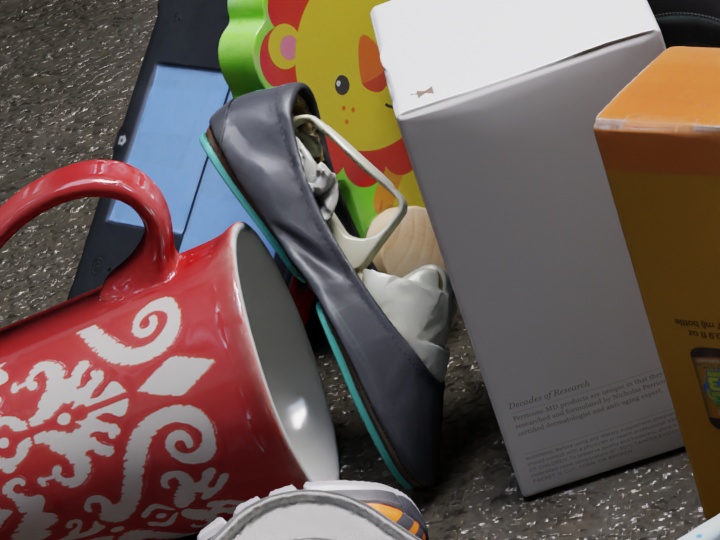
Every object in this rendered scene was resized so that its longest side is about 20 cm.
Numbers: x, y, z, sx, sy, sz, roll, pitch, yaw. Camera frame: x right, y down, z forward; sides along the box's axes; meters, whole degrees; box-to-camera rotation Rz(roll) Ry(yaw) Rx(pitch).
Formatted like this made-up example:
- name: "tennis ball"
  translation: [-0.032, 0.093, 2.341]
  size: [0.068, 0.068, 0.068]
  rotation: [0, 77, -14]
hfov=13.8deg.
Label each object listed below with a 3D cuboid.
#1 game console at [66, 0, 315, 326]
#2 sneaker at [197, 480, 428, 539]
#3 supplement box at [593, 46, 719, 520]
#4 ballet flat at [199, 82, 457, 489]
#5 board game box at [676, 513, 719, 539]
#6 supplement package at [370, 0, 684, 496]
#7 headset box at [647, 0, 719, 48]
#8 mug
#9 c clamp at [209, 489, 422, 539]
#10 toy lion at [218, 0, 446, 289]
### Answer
- name: "game console"
  translation: [-0.071, -0.058, 1.543]
  size: [0.176, 0.031, 0.201]
  rotation: [12, 81, 44]
- name: "sneaker"
  translation: [-0.056, 0.165, 1.226]
  size: [0.199, 0.078, 0.112]
  rotation: [-24, 36, 2]
- name: "supplement box"
  translation: [0.159, 0.011, 1.209]
  size: [0.066, 0.201, 0.069]
  rotation: [5, 34, 38]
- name: "ballet flat"
  translation: [0.000, 0.000, 1.352]
  size: [0.073, 0.201, 0.073]
  rotation: [-29, -10, -6]
- name: "board game box"
  translation: [0.216, 0.136, 1.098]
  size: [0.147, 0.065, 0.200]
  rotation: [-30, 30, -18]
- name: "supplement package"
  translation: [0.093, -0.026, 1.319]
  size: [0.119, 0.201, 0.121]
  rotation: [-18, 28, 4]
- name: "headset box"
  translation: [0.137, -0.121, 1.392]
  size: [0.200, 0.149, 0.077]
  rotation: [-24, 27, 41]
- name: "mug"
  translation: [-0.131, 0.053, 1.371]
  size: [0.199, 0.178, 0.133]
  rotation: [-20, -6, 10]
- name: "c clamp"
  translation: [-0.018, 0.165, 1.167]
  size: [0.199, 0.027, 0.171]
  rotation: [26, 51, 19]
- name: "toy lion"
  translation: [0.021, -0.094, 1.466]
  size: [0.200, 0.193, 0.068]
  rotation: [-29, 20, -38]
